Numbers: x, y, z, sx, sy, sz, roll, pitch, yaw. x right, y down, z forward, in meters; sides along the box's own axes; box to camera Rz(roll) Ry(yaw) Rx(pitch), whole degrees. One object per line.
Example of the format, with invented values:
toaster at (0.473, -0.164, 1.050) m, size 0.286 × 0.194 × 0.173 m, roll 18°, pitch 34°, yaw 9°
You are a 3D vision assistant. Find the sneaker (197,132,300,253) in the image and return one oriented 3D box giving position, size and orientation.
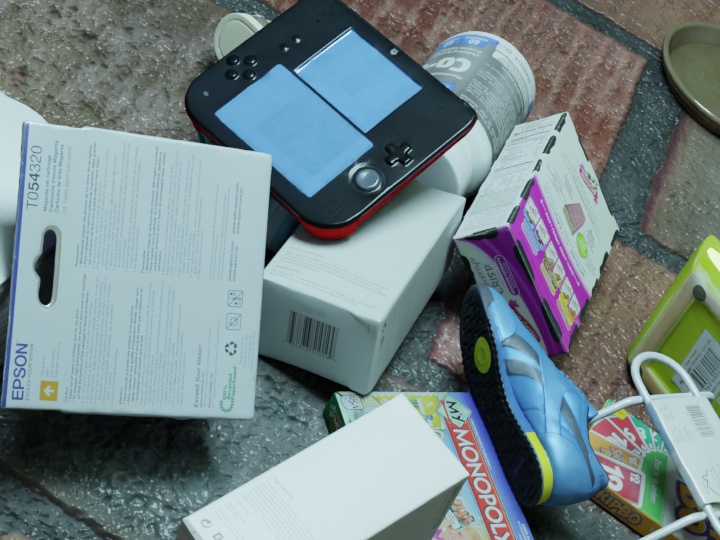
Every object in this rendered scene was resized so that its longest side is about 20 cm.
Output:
sneaker at (-0.066, -0.128, 1.450) m, size 0.130 × 0.080 × 0.201 m, roll 32°, pitch 74°, yaw 9°

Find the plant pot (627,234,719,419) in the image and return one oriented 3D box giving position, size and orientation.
plant pot at (0.363, 0.066, 1.480) m, size 0.181 × 0.200 × 0.199 m, roll -19°, pitch 61°, yaw -33°

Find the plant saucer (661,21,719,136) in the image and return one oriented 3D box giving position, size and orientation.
plant saucer at (0.427, -0.207, 1.912) m, size 0.199 × 0.030 × 0.201 m, roll 16°, pitch 44°, yaw -16°

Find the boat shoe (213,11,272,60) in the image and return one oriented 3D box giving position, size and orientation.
boat shoe at (-0.056, -0.156, 1.542) m, size 0.200 × 0.072 × 0.059 m, roll 52°, pitch 30°, yaw 14°

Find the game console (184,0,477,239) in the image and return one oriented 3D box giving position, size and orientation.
game console at (-0.029, -0.133, 1.395) m, size 0.177 × 0.031 × 0.200 m, roll -41°, pitch 67°, yaw -15°

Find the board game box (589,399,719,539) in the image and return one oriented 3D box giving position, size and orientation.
board game box at (0.271, 0.199, 1.416) m, size 0.200 × 0.030 × 0.096 m, roll 37°, pitch 42°, yaw 4°

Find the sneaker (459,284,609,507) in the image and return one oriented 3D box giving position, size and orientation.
sneaker at (0.140, 0.099, 1.356) m, size 0.078 × 0.066 × 0.201 m, roll -7°, pitch 58°, yaw -23°

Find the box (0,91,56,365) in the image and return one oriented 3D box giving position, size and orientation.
box at (-0.313, -0.031, 1.216) m, size 0.199 × 0.131 × 0.200 m, roll 38°, pitch 41°, yaw 9°

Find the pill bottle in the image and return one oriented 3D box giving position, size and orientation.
pill bottle at (0.082, -0.133, 1.566) m, size 0.113 × 0.114 × 0.200 m, roll 33°, pitch 40°, yaw 3°

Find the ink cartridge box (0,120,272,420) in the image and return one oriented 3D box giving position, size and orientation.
ink cartridge box at (-0.160, 0.003, 1.186) m, size 0.199 × 0.043 × 0.198 m, roll 6°, pitch 87°, yaw -33°

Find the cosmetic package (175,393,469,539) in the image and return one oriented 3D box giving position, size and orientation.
cosmetic package at (-0.033, 0.181, 1.168) m, size 0.199 × 0.108 × 0.085 m, roll -26°, pitch 64°, yaw -32°

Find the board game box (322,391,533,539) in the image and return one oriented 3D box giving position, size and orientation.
board game box at (0.060, 0.182, 1.304) m, size 0.134 × 0.029 × 0.201 m, roll 2°, pitch 48°, yaw -28°

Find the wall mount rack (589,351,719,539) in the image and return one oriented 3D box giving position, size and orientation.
wall mount rack at (0.242, 0.166, 1.363) m, size 0.173 × 0.075 × 0.201 m, roll -1°, pitch 51°, yaw -32°

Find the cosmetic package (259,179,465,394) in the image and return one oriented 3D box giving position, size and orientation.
cosmetic package at (0.000, 0.000, 1.392) m, size 0.112 × 0.082 × 0.200 m, roll 21°, pitch 38°, yaw 15°

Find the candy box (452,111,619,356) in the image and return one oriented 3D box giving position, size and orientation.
candy box at (0.161, -0.032, 1.503) m, size 0.137 × 0.061 × 0.200 m, roll 63°, pitch 35°, yaw -23°
